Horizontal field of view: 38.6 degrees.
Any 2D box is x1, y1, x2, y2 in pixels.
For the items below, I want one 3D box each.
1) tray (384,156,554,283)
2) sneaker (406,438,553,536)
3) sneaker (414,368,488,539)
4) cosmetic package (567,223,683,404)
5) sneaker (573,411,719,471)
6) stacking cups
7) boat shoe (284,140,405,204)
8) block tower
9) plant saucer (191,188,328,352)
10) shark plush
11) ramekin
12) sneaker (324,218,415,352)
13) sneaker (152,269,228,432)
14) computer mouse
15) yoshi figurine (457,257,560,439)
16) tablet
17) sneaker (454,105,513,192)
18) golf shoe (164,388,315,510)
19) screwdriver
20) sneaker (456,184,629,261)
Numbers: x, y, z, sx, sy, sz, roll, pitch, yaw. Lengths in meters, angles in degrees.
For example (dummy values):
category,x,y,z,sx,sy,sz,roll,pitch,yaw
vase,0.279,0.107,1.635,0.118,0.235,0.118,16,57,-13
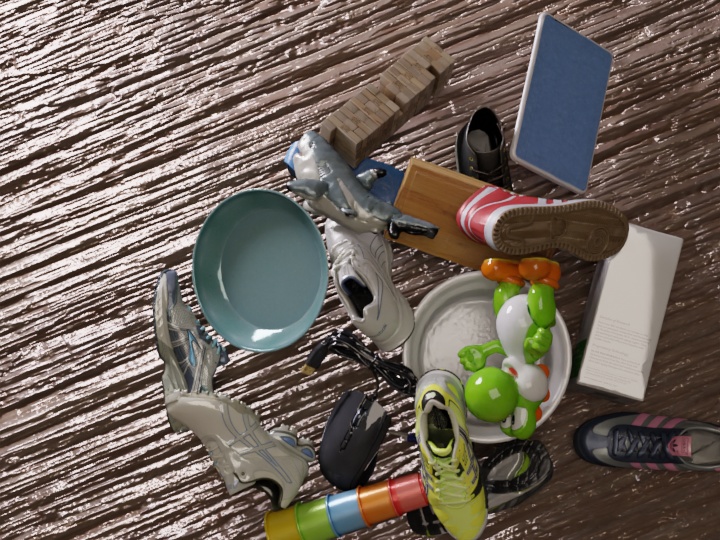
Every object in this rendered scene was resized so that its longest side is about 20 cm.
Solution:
category,x,y,z,sx,sy,sz,roll,pitch,yaw
tray,0.138,-0.055,1.238,0.198,0.037,0.099,18,111,-6
sneaker,0.148,0.270,1.236,0.199,0.081,0.074,-26,57,17
sneaker,0.094,0.216,1.154,0.075,0.076,0.202,-13,99,16
cosmetic package,0.318,0.054,1.244,0.084,0.108,0.202,14,81,6
sneaker,0.359,0.205,1.232,0.198,0.082,0.071,0,82,2
stacking cups,-0.014,0.290,1.224,0.198,0.060,0.061,-18,81,12
boat shoe,0.001,-0.108,1.302,0.199,0.069,0.085,32,76,5
block tower,0.035,-0.209,1.286,0.058,0.054,0.200,41,64,15
plant saucer,-0.119,0.000,1.274,0.198,0.036,0.202,2,93,27
shark plush,-0.001,-0.092,1.204,0.199,0.091,0.084,27,81,28
ramekin,0.150,0.107,1.247,0.198,0.098,0.203,0,81,3
sneaker,0.000,0.000,1.225,0.074,0.087,0.201,-39,51,16
sneaker,-0.211,0.096,1.284,0.085,0.078,0.202,-9,88,-11
computer mouse,-0.027,0.171,1.227,0.140,0.046,0.201,35,118,15
yoshi figurine,0.164,0.087,1.148,0.111,0.112,0.202,3,86,7
tablet,0.254,-0.209,1.292,0.129,0.014,0.202,22,75,-29
sneaker,0.157,-0.097,1.271,0.074,0.106,0.202,-13,81,0
golf shoe,-0.148,0.211,1.212,0.199,0.078,0.098,29,59,-17
screwdriver,0.042,0.202,1.250,0.198,0.028,0.029,4,71,22
sneaker,0.206,-0.056,1.185,0.198,0.112,0.072,2,103,-28
